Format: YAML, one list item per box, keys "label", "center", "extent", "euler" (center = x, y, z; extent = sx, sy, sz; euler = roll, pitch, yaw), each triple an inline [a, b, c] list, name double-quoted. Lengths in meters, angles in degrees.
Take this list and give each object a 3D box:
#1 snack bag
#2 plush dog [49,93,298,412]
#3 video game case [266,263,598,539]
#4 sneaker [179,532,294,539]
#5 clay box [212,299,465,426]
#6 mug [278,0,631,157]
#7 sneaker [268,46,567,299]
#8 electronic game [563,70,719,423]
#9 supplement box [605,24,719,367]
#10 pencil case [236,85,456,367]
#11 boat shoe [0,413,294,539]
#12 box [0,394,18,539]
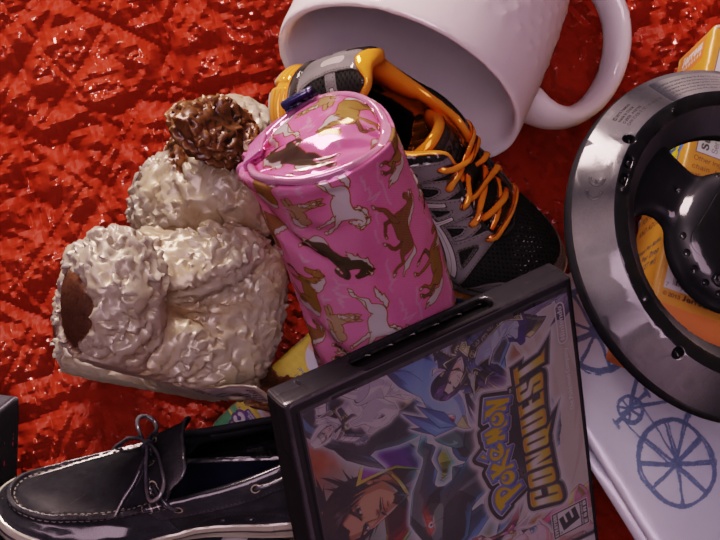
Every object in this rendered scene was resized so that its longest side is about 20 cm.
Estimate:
- label: "snack bag"
  center: [0.205, 0.056, 1.250]
  extent: [0.199, 0.021, 0.189]
  euler: [-31, 85, -22]
- label: "plush dog"
  center: [-0.085, -0.016, 1.201]
  extent: [0.159, 0.200, 0.173]
  euler: [13, 82, -7]
- label: "video game case"
  center: [0.046, 0.117, 1.166]
  extent: [0.180, 0.025, 0.201]
  euler: [-23, 123, -22]
- label: "sneaker"
  center: [-0.098, 0.162, 1.221]
  extent: [0.129, 0.199, 0.080]
  euler: [-16, 116, -30]
- label: "clay box"
  center: [0.018, 0.069, 1.258]
  extent: [0.200, 0.048, 0.115]
  euler: [-41, 89, -2]
- label: "mug"
  center: [0.073, -0.162, 1.234]
  extent: [0.199, 0.147, 0.176]
  euler: [32, 64, -18]
- label: "sneaker"
  center: [0.042, -0.052, 1.182]
  extent: [0.200, 0.077, 0.079]
  euler: [34, 57, -21]
- label: "electronic game"
  center: [0.201, -0.014, 1.164]
  extent: [0.199, 0.042, 0.201]
  euler: [7, 72, -21]
- label: "supplement box"
  center: [0.201, -0.036, 1.229]
  extent: [0.068, 0.067, 0.201]
  euler: [21, 69, -8]
- label: "pencil case"
  center: [0.000, 0.000, 1.146]
  extent: [0.083, 0.201, 0.086]
  euler: [-36, 42, -18]
- label: "boat shoe"
  center: [-0.105, 0.113, 1.167]
  extent: [0.199, 0.075, 0.063]
  euler: [-5, 127, 2]
- label: "box"
  center: [-0.256, 0.175, 1.197]
  extent: [0.105, 0.122, 0.201]
  euler: [2, 97, 3]
